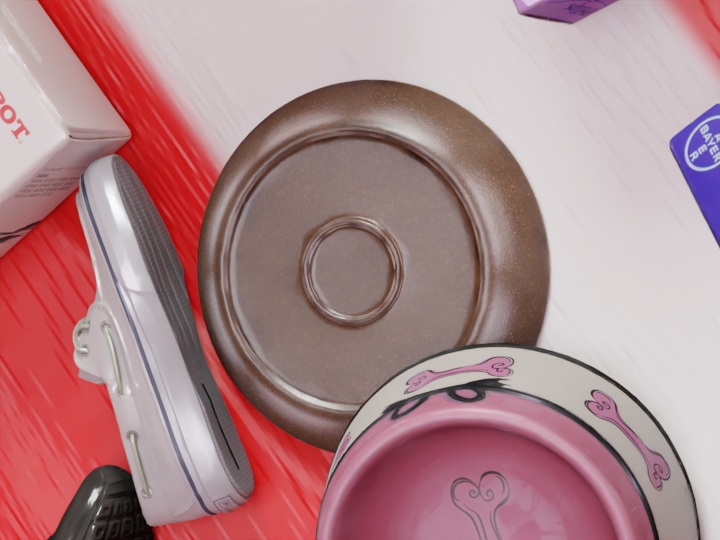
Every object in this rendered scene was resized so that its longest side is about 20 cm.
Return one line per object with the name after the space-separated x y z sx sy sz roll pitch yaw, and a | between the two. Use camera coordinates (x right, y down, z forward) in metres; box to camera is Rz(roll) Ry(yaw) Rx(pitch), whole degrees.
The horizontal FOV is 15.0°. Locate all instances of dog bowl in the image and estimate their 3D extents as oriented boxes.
0.067 0.141 1.375 0.199 0.074 0.201 3 101 17 | dog bowl

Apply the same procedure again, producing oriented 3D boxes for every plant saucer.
0.000 0.000 1.435 0.200 0.032 0.201 1 93 20 | plant saucer

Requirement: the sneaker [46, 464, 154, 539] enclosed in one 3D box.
-0.182 0.191 1.492 0.091 0.076 0.200 29 99 26 | sneaker

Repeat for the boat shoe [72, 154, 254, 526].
-0.122 0.041 1.457 0.067 0.074 0.201 -21 85 12 | boat shoe

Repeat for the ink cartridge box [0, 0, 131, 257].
-0.247 -0.068 1.498 0.200 0.084 0.145 -40 78 19 | ink cartridge box

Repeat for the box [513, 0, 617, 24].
0.140 -0.244 1.337 0.200 0.097 0.176 -26 83 20 | box

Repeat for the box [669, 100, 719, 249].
0.269 -0.037 1.245 0.200 0.105 0.184 -37 43 18 | box
